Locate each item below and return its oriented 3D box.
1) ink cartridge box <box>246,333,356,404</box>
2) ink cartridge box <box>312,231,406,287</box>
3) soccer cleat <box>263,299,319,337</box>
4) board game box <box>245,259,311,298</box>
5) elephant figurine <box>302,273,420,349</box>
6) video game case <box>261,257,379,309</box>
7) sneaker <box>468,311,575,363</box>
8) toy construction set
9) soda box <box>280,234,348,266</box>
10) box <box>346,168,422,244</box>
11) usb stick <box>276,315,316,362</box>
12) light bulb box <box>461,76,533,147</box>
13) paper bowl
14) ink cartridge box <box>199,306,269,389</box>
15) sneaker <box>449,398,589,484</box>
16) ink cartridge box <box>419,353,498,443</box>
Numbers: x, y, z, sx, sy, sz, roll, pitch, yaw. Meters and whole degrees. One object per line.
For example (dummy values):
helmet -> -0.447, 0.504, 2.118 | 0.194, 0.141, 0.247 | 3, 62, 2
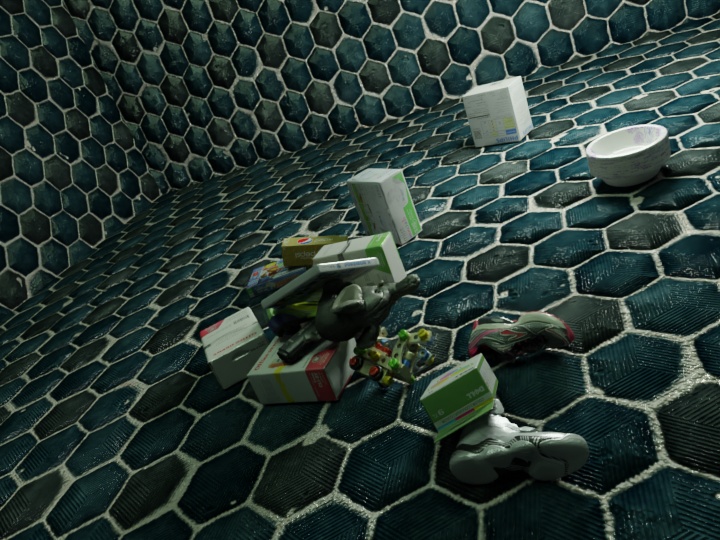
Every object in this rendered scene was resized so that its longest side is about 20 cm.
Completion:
ink cartridge box -> -0.118, 0.202, 1.291 | 0.198, 0.084, 0.145 | -10, 26, 28
ink cartridge box -> 0.000, 0.000, 1.537 | 0.198, 0.147, 0.084 | -9, 26, 27
soccer cleat -> -0.138, 0.085, 1.389 | 0.065, 0.084, 0.199 | -42, -13, 36
board game box -> -0.246, 0.009, 1.879 | 0.197, 0.035, 0.136 | -18, 24, 10
elephant figurine -> 0.001, 0.076, 1.181 | 0.140, 0.158, 0.199 | 12, -8, -30
video game case -> -0.085, 0.027, 1.290 | 0.181, 0.022, 0.199 | -8, -17, -48
sneaker -> 0.288, 0.129, 1.103 | 0.198, 0.081, 0.075 | -12, 38, 42
toy construction set -> 0.053, 0.162, 1.212 | 0.132, 0.092, 0.199 | -57, 25, -14
soda box -> -0.133, -0.059, 1.819 | 0.197, 0.069, 0.064 | -3, 26, 4
box -> 0.069, -0.191, 1.817 | 0.096, 0.202, 0.176 | -34, 25, -27
usb stick -> -0.090, 0.117, 1.279 | 0.200, 0.033, 0.055 | -41, 32, -25
light bulb box -> 0.505, -0.580, 2.252 | 0.196, 0.202, 0.125 | 1, 30, 43
paper bowl -> 0.694, -0.290, 1.583 | 0.198, 0.105, 0.201 | -18, 24, 8
ink cartridge box -> -0.302, 0.184, 1.493 | 0.143, 0.085, 0.200 | -28, 23, -12
sneaker -> 0.229, 0.243, 0.899 | 0.198, 0.076, 0.115 | -16, 27, 24
ink cartridge box -> 0.156, 0.194, 0.963 | 0.103, 0.060, 0.200 | -33, -6, 13
